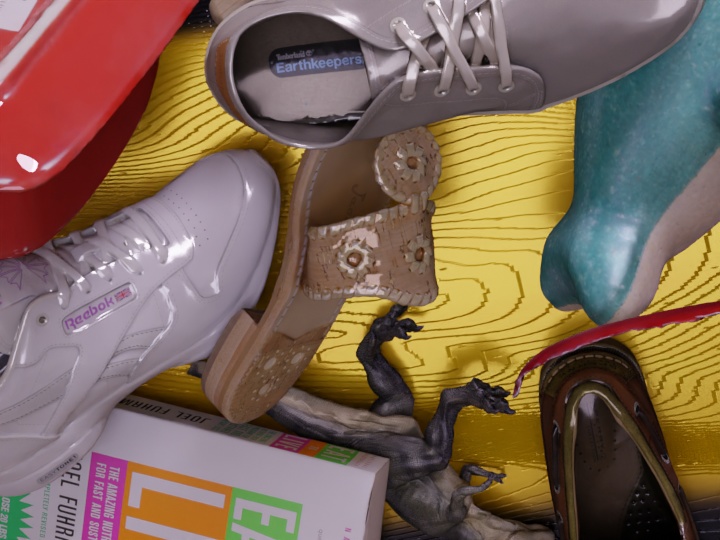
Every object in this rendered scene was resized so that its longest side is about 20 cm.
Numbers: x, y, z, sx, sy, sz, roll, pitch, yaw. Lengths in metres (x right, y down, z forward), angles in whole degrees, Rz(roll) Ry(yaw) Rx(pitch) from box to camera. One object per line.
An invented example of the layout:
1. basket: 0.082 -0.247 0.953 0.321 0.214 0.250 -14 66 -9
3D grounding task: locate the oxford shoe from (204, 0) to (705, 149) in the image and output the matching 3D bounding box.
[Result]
1. oxford shoe: 0.035 -0.088 0.702 0.199 0.058 0.076 -11 106 7

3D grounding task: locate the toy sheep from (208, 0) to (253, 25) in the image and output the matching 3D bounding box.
1. toy sheep: 0.019 -0.164 0.767 0.200 0.138 0.138 -42 96 14

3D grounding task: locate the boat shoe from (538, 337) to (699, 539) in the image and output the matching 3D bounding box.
1. boat shoe: 0.124 0.134 0.862 0.072 0.068 0.201 -19 102 9

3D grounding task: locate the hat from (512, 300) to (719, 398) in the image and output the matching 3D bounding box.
1. hat: 0.197 -0.020 0.713 0.199 0.176 0.167 20 64 -22

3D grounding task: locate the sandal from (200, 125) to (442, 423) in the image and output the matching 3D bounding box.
1. sandal: 0.004 -0.001 0.796 0.070 0.077 0.212 44 123 23

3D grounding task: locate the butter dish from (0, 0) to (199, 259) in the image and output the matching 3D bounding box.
1. butter dish: -0.175 -0.075 0.800 0.198 0.200 0.148 15 135 14

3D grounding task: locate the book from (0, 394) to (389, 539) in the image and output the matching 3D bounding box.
1. book: -0.092 0.131 0.887 0.199 0.048 0.134 12 104 15

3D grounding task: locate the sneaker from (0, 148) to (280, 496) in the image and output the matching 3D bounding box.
1. sneaker: -0.117 0.014 0.825 0.200 0.075 0.100 -45 140 -5

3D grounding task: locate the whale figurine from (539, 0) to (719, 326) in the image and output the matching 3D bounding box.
1. whale figurine: 0.125 -0.076 0.764 0.103 0.159 0.201 33 90 -16

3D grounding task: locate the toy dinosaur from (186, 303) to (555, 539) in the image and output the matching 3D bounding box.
1. toy dinosaur: 0.019 0.073 0.872 0.199 0.047 0.088 33 111 1
